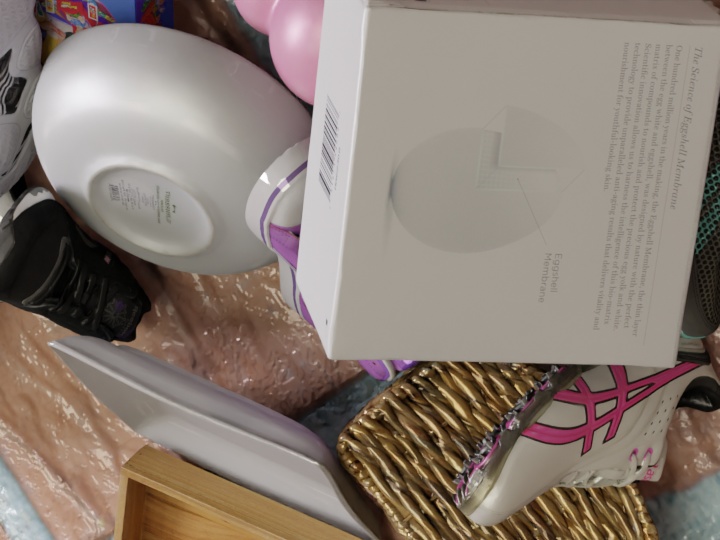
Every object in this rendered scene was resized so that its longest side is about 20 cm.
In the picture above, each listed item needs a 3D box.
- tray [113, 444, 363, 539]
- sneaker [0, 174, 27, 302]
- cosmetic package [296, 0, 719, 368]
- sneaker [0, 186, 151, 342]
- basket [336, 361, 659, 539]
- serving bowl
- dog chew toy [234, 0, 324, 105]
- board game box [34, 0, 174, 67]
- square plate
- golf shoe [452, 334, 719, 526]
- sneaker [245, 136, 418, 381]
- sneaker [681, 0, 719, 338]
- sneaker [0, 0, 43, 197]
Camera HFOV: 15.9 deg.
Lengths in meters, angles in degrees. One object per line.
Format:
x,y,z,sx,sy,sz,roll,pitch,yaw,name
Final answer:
-0.071,0.199,1.725,0.199,0.037,0.099,22,125,20,tray
-0.275,-0.078,1.735,0.080,0.074,0.200,-40,88,12,sneaker
0.078,-0.061,1.415,0.199,0.123,0.200,3,111,-11,cosmetic package
-0.180,0.004,1.643,0.087,0.200,0.076,32,91,10,sneaker
0.092,0.138,1.615,0.143,0.149,0.200,-39,87,-2,basket
-0.119,-0.061,1.597,0.199,0.066,0.200,17,145,12,serving bowl
0.004,-0.139,1.536,0.200,0.124,0.125,41,120,15,dog chew toy
-0.215,-0.167,1.655,0.199,0.045,0.135,20,134,20,board game box
-0.084,0.105,1.645,0.199,0.198,0.029,23,77,19,square plate
0.138,0.092,1.501,0.092,0.200,0.073,48,148,6,golf shoe
0.001,0.000,1.546,0.073,0.201,0.114,-42,65,-9,sneaker
0.218,-0.051,1.484,0.091,0.078,0.201,10,113,19,sneaker
-0.261,-0.138,1.628,0.115,0.075,0.200,29,141,22,sneaker
